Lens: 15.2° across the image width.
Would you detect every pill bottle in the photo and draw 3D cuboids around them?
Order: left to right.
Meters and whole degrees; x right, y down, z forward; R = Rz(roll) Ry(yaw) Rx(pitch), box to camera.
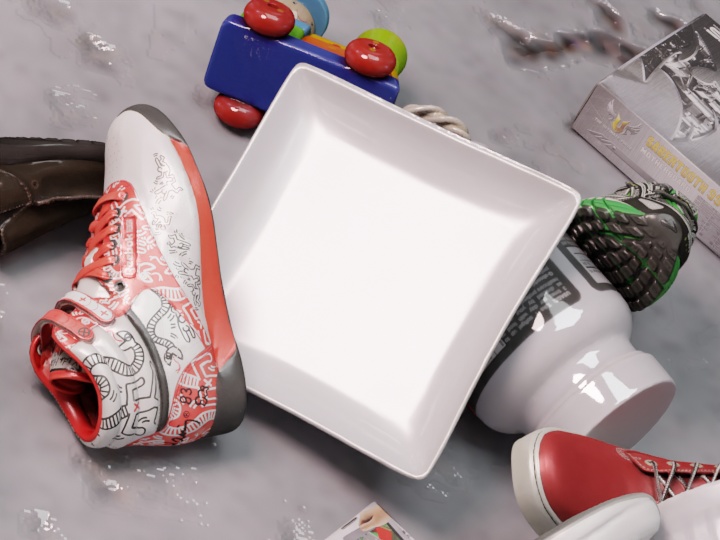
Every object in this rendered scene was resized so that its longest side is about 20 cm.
[{"bbox_3d":[0.093,0.027,1.647,0.116,0.116,0.200,-19,61,-42],"label":"pill bottle"}]

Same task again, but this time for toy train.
[{"bbox_3d":[0.008,-0.122,1.763,0.200,0.085,0.116,22,27,4],"label":"toy train"}]

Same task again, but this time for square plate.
[{"bbox_3d":[0.000,0.000,1.593,0.198,0.028,0.200,26,75,15],"label":"square plate"}]

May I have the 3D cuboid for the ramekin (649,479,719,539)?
[{"bbox_3d":[0.239,0.195,1.509,0.200,0.200,0.098,8,56,-24],"label":"ramekin"}]

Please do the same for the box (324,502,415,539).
[{"bbox_3d":[0.042,0.226,1.478,0.200,0.035,0.110,43,42,14],"label":"box"}]

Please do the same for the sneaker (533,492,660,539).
[{"bbox_3d":[0.090,0.195,1.436,0.200,0.070,0.080,-38,85,-18],"label":"sneaker"}]

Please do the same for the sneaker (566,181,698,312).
[{"bbox_3d":[0.173,-0.028,1.687,0.085,0.200,0.078,-37,94,-5],"label":"sneaker"}]

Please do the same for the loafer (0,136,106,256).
[{"bbox_3d":[-0.211,-0.043,1.581,0.200,0.073,0.071,2,91,-39],"label":"loafer"}]

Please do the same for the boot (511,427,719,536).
[{"bbox_3d":[0.188,0.123,1.534,0.200,0.144,0.072,25,57,-48],"label":"boot"}]

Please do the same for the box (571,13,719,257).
[{"bbox_3d":[0.270,-0.081,1.915,0.200,0.048,0.158,43,41,14],"label":"box"}]

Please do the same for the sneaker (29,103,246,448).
[{"bbox_3d":[-0.139,0.004,1.530,0.108,0.067,0.202,-9,79,-34],"label":"sneaker"}]
